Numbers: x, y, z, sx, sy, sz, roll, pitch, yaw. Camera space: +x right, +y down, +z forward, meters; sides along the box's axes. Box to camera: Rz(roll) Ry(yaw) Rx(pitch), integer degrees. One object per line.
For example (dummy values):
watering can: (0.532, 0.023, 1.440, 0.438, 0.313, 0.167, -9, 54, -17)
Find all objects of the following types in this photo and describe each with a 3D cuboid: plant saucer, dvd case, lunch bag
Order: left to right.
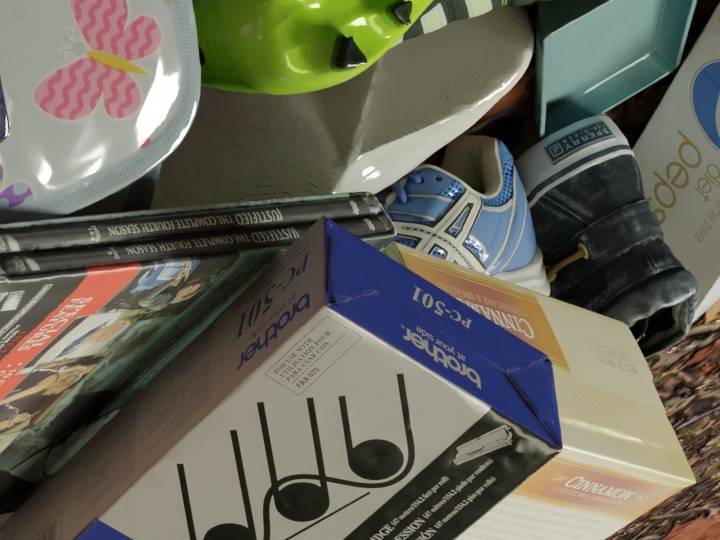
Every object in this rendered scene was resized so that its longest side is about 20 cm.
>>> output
lunch bag: (-0.144, -0.041, 0.752, 0.169, 0.127, 0.200, -21, 150, -33)
dvd case: (-0.091, 0.031, 0.810, 0.146, 0.022, 0.200, -43, 161, 28)
plant saucer: (0.096, -0.090, 1.041, 0.070, 0.019, 0.200, -30, 170, -2)

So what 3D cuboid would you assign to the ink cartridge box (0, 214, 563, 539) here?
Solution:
ink cartridge box: (-0.039, 0.078, 0.842, 0.094, 0.044, 0.200, 31, 123, -25)

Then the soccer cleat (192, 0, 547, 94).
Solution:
soccer cleat: (0.018, -0.110, 0.904, 0.200, 0.068, 0.081, -28, -163, -39)

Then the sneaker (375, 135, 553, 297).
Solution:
sneaker: (0.000, 0.000, 1.047, 0.075, 0.077, 0.200, 1, -166, 35)

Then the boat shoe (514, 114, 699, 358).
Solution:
boat shoe: (0.088, 0.014, 1.185, 0.071, 0.091, 0.200, -22, 164, -16)

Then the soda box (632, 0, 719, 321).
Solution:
soda box: (0.169, -0.062, 1.162, 0.064, 0.068, 0.200, -36, 164, -34)

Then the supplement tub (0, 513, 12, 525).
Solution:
supplement tub: (-0.204, 0.173, 1.055, 0.200, 0.145, 0.145, -28, 160, 22)

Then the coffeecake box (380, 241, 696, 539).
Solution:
coffeecake box: (-0.006, 0.086, 0.965, 0.200, 0.073, 0.153, -36, 150, 25)

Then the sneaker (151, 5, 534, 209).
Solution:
sneaker: (-0.029, -0.038, 0.985, 0.199, 0.075, 0.089, -25, 169, -17)
